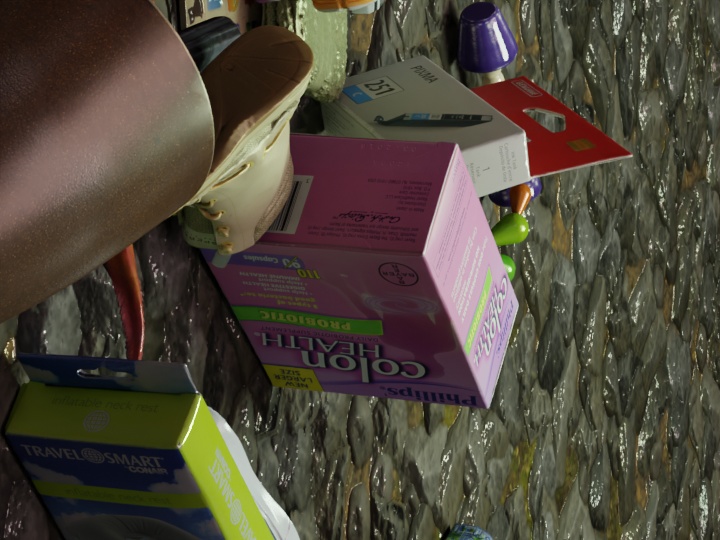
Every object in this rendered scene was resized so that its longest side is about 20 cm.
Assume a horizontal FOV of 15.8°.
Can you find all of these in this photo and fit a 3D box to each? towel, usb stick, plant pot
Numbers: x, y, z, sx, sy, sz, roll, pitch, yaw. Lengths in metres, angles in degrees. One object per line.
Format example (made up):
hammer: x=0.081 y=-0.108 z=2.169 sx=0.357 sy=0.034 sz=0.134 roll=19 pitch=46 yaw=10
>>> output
towel: x=-0.041 y=-0.228 z=1.927 sx=0.148 sy=0.036 sz=0.202 roll=5 pitch=84 yaw=-75
usb stick: x=-0.134 y=-0.128 z=1.675 sx=0.033 sy=0.055 sz=0.200 roll=59 pitch=26 yaw=-3
plant pot: x=-0.207 y=-0.046 z=1.350 sx=0.200 sy=0.186 sz=0.188 roll=-49 pitch=138 yaw=-38

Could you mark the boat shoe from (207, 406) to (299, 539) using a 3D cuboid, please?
boat shoe: x=-0.100 y=0.164 z=1.784 sx=0.062 sy=0.072 sz=0.201 roll=-50 pitch=140 yaw=-21

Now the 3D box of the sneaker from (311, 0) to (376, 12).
sneaker: x=0.002 y=-0.270 z=1.882 sx=0.201 sy=0.078 sz=0.078 roll=-75 pitch=150 yaw=-49

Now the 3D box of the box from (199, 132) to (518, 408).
box: x=0.000 y=0.000 z=1.856 sx=0.200 sy=0.175 sz=0.097 roll=65 pitch=37 yaw=-52

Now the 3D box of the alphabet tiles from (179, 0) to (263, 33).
alphabet tiles: x=-0.092 y=-0.178 z=1.850 sx=0.167 sy=0.007 sz=0.202 roll=-29 pitch=118 yaw=-67

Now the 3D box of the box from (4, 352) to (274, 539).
box: x=-0.133 y=0.132 z=1.591 sx=0.201 sy=0.121 sz=0.048 roll=68 pitch=32 yaw=-46

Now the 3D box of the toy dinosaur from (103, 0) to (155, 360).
toy dinosaur: x=-0.140 y=-0.074 z=1.507 sx=0.200 sy=0.181 sz=0.105 roll=47 pitch=54 yaw=1

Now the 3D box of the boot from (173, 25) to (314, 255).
boot: x=-0.112 y=-0.054 z=1.696 sx=0.200 sy=0.073 sz=0.156 roll=-43 pitch=161 yaw=-28

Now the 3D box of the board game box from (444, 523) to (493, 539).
board game box: x=0.091 y=0.360 z=2.286 sx=0.200 sy=0.061 sz=0.201 roll=-54 pitch=140 yaw=-58

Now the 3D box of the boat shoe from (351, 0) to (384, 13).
boat shoe: x=0.033 y=-0.269 z=2.042 sx=0.201 sy=0.070 sz=0.072 roll=-76 pitch=172 yaw=-49

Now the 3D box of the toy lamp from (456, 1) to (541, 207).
toy lamp: x=0.124 y=-0.151 z=2.357 sx=0.058 sy=0.058 sz=0.201 roll=-65 pitch=148 yaw=-47

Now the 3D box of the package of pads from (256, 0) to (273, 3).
package of pads: x=-0.075 y=-0.283 z=1.700 sx=0.120 sy=0.075 sz=0.202 roll=12 pitch=69 yaw=-78

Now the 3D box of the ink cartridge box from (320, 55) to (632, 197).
ink cartridge box: x=0.083 y=-0.115 z=1.964 sx=0.200 sy=0.175 sz=0.045 roll=-136 pitch=-147 yaw=-59

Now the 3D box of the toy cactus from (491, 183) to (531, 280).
toy cactus: x=0.071 y=-0.029 z=2.206 sx=0.165 sy=0.102 sz=0.202 roll=28 pitch=66 yaw=-46
